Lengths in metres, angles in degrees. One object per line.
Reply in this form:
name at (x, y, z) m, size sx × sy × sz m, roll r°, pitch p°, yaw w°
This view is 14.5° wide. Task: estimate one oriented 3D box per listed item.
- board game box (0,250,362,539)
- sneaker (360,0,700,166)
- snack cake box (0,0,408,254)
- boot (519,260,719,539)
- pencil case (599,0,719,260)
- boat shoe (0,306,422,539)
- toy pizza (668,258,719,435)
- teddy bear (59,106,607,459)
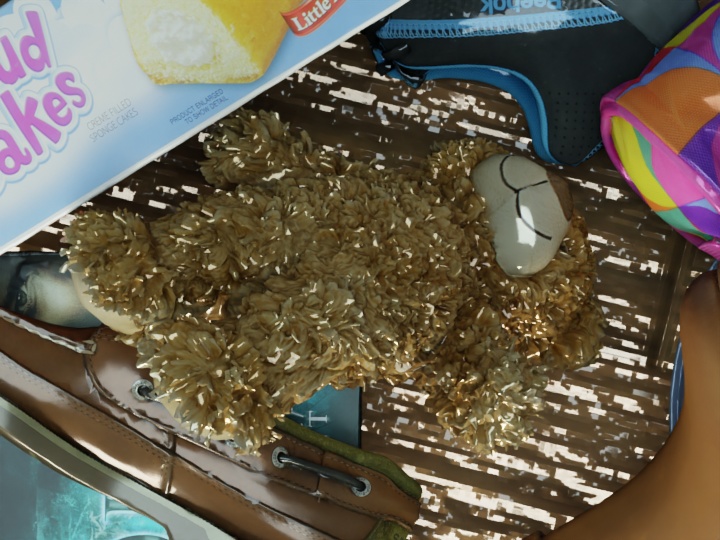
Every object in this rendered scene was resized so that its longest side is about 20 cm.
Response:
board game box at (-0.066, 0.093, 0.979) m, size 0.135 × 0.028 × 0.201 m, roll 0°, pitch 90°, yaw 2°
sneaker at (0.014, -0.110, 0.954) m, size 0.200 × 0.073 × 0.082 m, roll 30°, pitch 91°, yaw 2°
snack cake box at (-0.056, -0.083, 0.897) m, size 0.200 × 0.115 × 0.067 m, roll -30°, pitch 99°, yaw 26°
boot at (0.082, 0.095, 0.930) m, size 0.155 × 0.077 × 0.200 m, roll -6°, pitch 117°, yaw 18°
pencil case at (0.174, -0.084, 0.934) m, size 0.200 × 0.088 × 0.088 m, roll -40°, pitch 89°, yaw -6°
boat shoe at (-0.073, 0.045, 0.936) m, size 0.200 × 0.072 × 0.068 m, roll 34°, pitch 85°, yaw -7°
toy pizza at (0.205, 0.050, 0.969) m, size 0.200 × 0.032 × 0.201 m, roll 0°, pitch 89°, yaw 3°
teddy bear at (0.000, 0.000, 0.904) m, size 0.199 × 0.145 × 0.067 m, roll 1°, pitch 125°, yaw -25°
